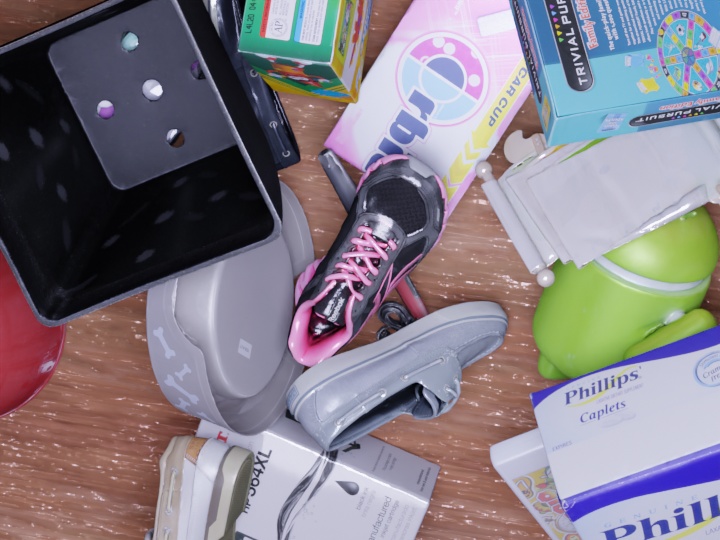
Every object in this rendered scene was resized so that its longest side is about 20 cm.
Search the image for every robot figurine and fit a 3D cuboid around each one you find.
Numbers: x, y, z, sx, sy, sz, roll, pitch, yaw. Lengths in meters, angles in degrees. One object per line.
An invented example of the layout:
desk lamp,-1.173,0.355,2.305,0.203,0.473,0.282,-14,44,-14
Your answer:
robot figurine,0.203,0.013,1.575,0.115,0.176,0.201,-2,128,-30

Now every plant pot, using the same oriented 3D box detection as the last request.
plant pot,-0.170,-0.107,1.512,0.198,0.178,0.201,-21,106,15

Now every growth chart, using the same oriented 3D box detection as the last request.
growth chart,0.189,-0.072,1.516,0.199,0.145,0.018,-23,144,9

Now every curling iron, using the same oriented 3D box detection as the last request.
curling iron,0.010,-0.010,1.630,0.049,0.026,0.201,-20,121,8

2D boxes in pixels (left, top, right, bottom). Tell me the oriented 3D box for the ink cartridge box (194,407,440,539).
ink cartridge box,-0.053,0.198,1.699,0.199,0.084,0.147,22,109,3

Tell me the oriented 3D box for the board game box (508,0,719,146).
board game box,0.216,-0.181,1.496,0.198,0.047,0.152,-10,68,-7

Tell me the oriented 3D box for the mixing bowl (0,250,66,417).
mixing bowl,-0.352,0.048,1.698,0.198,0.108,0.202,2,106,8

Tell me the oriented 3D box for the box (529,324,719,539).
box,0.247,0.150,1.508,0.183,0.105,0.200,-21,138,13

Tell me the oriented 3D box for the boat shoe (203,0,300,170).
boat shoe,-0.086,-0.168,1.611,0.062,0.075,0.202,-8,108,5

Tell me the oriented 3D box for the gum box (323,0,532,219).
gum box,0.074,-0.153,1.588,0.113,0.066,0.201,33,109,1

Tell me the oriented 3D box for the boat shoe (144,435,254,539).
boat shoe,-0.141,0.225,1.646,0.068,0.075,0.201,18,103,12

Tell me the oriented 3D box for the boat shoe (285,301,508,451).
boat shoe,0.040,0.089,1.614,0.072,0.200,0.070,57,154,25

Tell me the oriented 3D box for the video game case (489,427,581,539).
video game case,0.221,0.162,1.614,0.181,0.023,0.200,-23,139,15

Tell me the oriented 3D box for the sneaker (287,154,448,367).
sneaker,0.000,0.000,1.568,0.079,0.096,0.201,32,128,0

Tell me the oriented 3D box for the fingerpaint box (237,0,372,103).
fingerpaint box,-0.029,-0.237,1.500,0.073,0.167,0.202,9,87,7

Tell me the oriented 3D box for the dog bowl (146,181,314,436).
dog bowl,-0.102,0.026,1.608,0.058,0.200,0.202,4,107,24

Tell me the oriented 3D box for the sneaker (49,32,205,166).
sneaker,-0.207,-0.111,1.643,0.199,0.078,0.141,-18,101,14
